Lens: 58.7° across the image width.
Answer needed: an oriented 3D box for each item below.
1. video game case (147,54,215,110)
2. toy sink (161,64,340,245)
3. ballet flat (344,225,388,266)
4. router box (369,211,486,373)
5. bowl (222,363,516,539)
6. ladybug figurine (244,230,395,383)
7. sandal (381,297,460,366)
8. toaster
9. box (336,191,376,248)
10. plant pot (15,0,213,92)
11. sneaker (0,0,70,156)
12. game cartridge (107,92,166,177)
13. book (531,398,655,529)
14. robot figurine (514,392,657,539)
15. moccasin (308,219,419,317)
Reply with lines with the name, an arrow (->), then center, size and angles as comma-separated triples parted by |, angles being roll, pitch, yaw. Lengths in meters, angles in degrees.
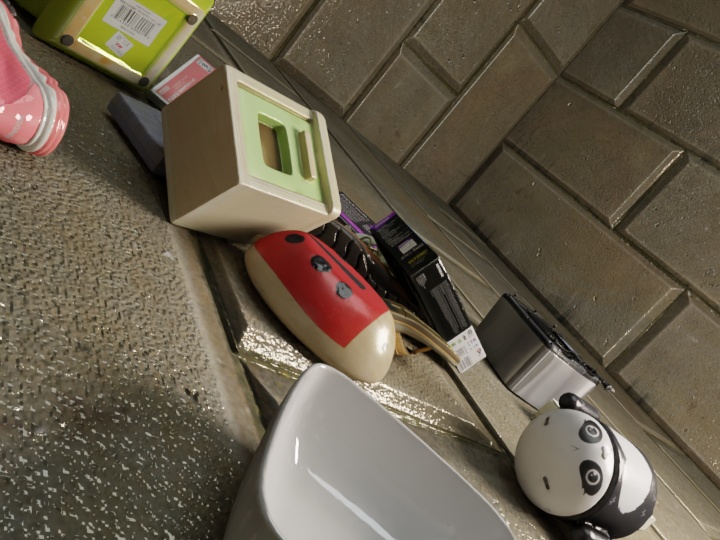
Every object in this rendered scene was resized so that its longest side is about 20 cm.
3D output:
video game case -> -0.204, -0.231, 0.974 | 0.199, 0.017, 0.144 | 40, 41, -12
toy sink -> -0.098, -0.108, 0.693 | 0.199, 0.111, 0.132 | 17, 58, -53
ballet flat -> 0.021, -0.013, 0.973 | 0.199, 0.064, 0.076 | 26, 19, -52
router box -> 0.096, 0.031, 0.916 | 0.201, 0.051, 0.149 | 60, -4, -36
bowl -> 0.011, 0.165, 0.366 | 0.199, 0.075, 0.200 | 40, 14, -4
ladybug figurine -> -0.037, 0.027, 0.663 | 0.200, 0.072, 0.136 | 43, 14, 6
sandal -> 0.036, 0.070, 0.786 | 0.198, 0.054, 0.080 | 29, 8, -22
toaster -> 0.330, 0.164, 1.187 | 0.180, 0.119, 0.201 | 32, 16, -33
box -> -0.014, -0.083, 1.155 | 0.143, 0.036, 0.200 | 44, 15, 4
plant pot -> -0.323, -0.370, 0.839 | 0.199, 0.199, 0.182 | 21, 30, -57
sneaker -> -0.314, -0.178, 0.507 | 0.200, 0.074, 0.087 | 46, 15, 17
game cartridge -> -0.204, -0.138, 0.791 | 0.130, 0.039, 0.199 | 45, 13, 28
book -> 0.376, 0.311, 1.025 | 0.133, 0.048, 0.201 | 33, 17, -43
robot figurine -> 0.270, 0.241, 0.757 | 0.199, 0.125, 0.150 | 33, 8, -33
moccasin -> 0.001, -0.001, 0.857 | 0.201, 0.074, 0.078 | 38, 11, -21
